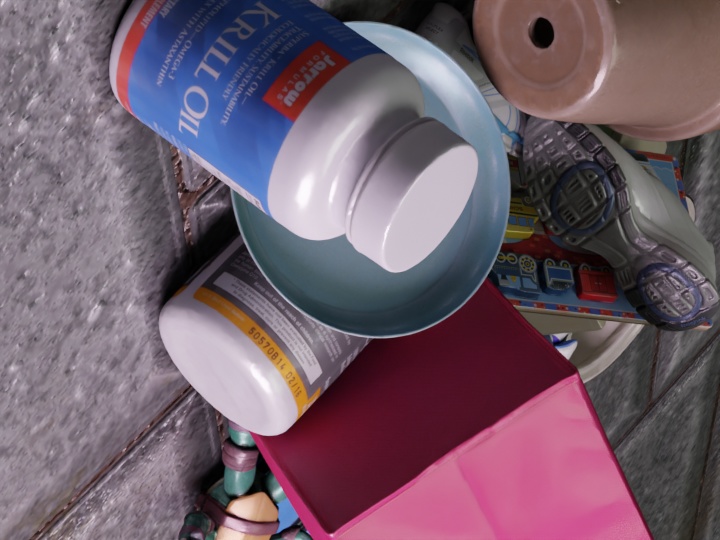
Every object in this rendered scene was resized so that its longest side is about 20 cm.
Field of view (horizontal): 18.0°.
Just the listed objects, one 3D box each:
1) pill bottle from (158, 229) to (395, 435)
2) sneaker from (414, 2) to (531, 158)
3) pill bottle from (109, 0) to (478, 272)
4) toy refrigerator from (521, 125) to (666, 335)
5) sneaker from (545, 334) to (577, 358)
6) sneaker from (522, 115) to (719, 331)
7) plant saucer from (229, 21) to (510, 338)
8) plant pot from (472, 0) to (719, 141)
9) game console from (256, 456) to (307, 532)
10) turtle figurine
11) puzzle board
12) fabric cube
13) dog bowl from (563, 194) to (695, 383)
[{"bbox_3d":[-0.030,0.003,1.501,0.200,0.116,0.117,-45,155,-22],"label":"pill bottle"},{"bbox_3d":[0.086,-0.138,1.598,0.087,0.075,0.200,-63,157,4],"label":"sneaker"},{"bbox_3d":[-0.035,-0.088,1.262,0.112,0.199,0.113,-43,154,-27],"label":"pill bottle"},{"bbox_3d":[0.169,-0.048,1.764,0.070,0.075,0.201,56,43,-36],"label":"toy refrigerator"},{"bbox_3d":[0.114,0.059,1.871,0.146,0.081,0.200,-35,159,-14],"label":"sneaker"},{"bbox_3d":[0.187,-0.046,1.645,0.074,0.200,0.087,-30,-158,29],"label":"sneaker"},{"bbox_3d":[0.004,-0.057,1.445,0.200,0.201,0.027,-45,-166,-23],"label":"plant saucer"},{"bbox_3d":[0.166,-0.173,1.526,0.174,0.200,0.201,-22,141,-47],"label":"plant pot"},{"bbox_3d":[-0.015,0.201,1.805,0.200,0.171,0.118,-44,-179,-22],"label":"game console"},{"bbox_3d":[-0.081,0.188,1.667,0.149,0.101,0.201,4,112,-41],"label":"turtle figurine"},{"bbox_3d":[0.164,-0.034,1.684,0.199,0.152,0.017,7,149,-24],"label":"puzzle board"},{"bbox_3d":[0.060,0.140,1.544,0.199,0.196,0.200,-32,125,-6],"label":"fabric cube"},{"bbox_3d":[0.209,0.001,2.014,0.200,0.074,0.201,-42,153,-28],"label":"dog bowl"}]
